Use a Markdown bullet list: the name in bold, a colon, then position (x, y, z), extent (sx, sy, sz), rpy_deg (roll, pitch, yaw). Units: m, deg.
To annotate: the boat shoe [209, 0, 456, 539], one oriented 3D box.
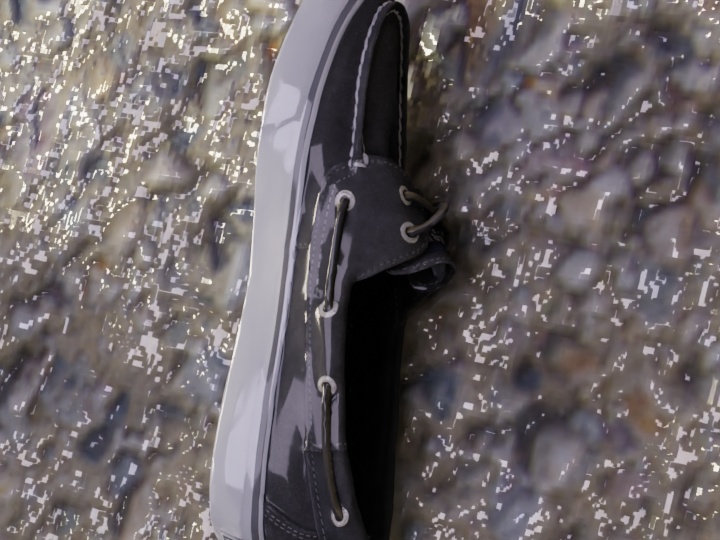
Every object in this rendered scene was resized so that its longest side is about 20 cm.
- **boat shoe**: position (0.000, 0.000, 0.788), extent (0.066, 0.070, 0.202), rpy_deg (7, 77, 22)
